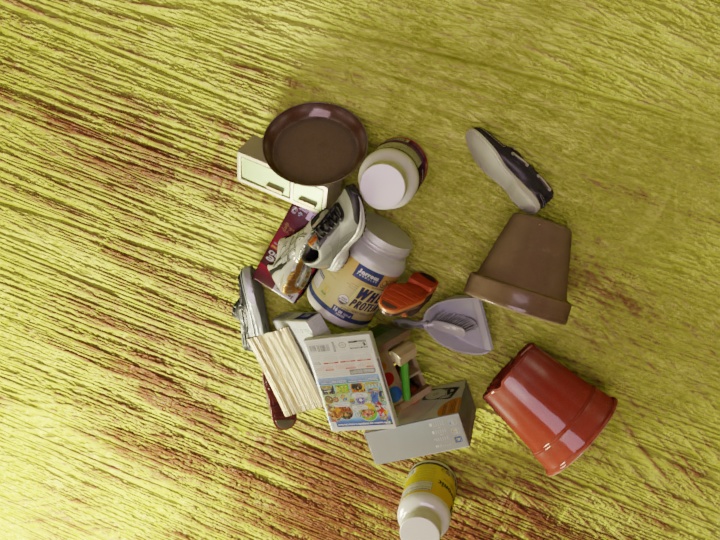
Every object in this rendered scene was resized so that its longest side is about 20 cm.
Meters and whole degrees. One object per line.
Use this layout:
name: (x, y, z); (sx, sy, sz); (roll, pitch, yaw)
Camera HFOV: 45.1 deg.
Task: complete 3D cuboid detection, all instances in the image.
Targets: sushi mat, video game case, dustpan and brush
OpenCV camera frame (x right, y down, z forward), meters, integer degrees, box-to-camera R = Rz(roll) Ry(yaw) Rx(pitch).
sushi mat: (-0.152, 0.211, 1.785); (0.096, 0.012, 0.200); (-19, 109, 13)
video game case: (-0.018, 0.214, 1.653); (0.143, 0.018, 0.200); (-8, 108, 25)
dustpan and brush: (0.156, 0.107, 1.735); (0.200, 0.057, 0.140); (10, 130, 40)

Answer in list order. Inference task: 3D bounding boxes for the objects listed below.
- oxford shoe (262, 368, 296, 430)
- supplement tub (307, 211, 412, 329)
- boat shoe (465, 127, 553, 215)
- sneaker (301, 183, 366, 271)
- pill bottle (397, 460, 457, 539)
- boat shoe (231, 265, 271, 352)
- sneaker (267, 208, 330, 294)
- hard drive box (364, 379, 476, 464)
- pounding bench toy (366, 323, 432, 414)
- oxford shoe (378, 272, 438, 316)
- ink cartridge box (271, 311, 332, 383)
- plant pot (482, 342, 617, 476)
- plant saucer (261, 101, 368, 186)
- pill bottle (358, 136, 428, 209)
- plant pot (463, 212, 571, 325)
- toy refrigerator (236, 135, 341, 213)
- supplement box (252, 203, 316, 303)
oxford shoe: (-0.181, 0.237, 1.850); (0.070, 0.075, 0.200); (-6, 105, -18)
supplement tub: (0.000, 0.000, 1.694); (0.144, 0.144, 0.200); (32, 112, 1)
boat shoe: (0.277, -0.195, 1.611); (0.060, 0.074, 0.200); (-38, 78, -19)
sneaker: (-0.047, -0.072, 1.562); (0.079, 0.074, 0.200); (-1, 137, -29)
pill bottle: (0.137, 0.490, 1.797); (0.111, 0.200, 0.111); (4, 110, 12)
boat shoe: (-0.237, 0.087, 1.815); (0.071, 0.072, 0.200); (-5, 109, 10)
sneaker: (-0.120, -0.050, 1.670); (0.088, 0.076, 0.200); (49, 117, 29)
hard drive box: (0.125, 0.309, 1.764); (0.200, 0.156, 0.077); (-16, 104, 17)
pounding bench toy: (0.063, 0.210, 1.705); (0.124, 0.200, 0.156); (-28, 104, -23)
oxford shoe: (0.089, 0.064, 1.667); (0.071, 0.200, 0.073); (30, 115, 21)
ink cartridge box: (-0.087, 0.177, 1.762); (0.041, 0.200, 0.200); (-32, 102, -23)
plant pot: (0.357, 0.257, 1.685); (0.195, 0.201, 0.201); (42, 112, 6)
plant saucer: (-0.085, -0.233, 1.636); (0.200, 0.200, 0.032); (11, 151, 9)
pill bottle: (0.058, -0.176, 1.591); (0.111, 0.200, 0.112); (4, 109, 12)
plant pot: (0.313, -0.010, 1.615); (0.200, 0.200, 0.175); (18, 92, 7)
toy refrigerator: (-0.140, -0.182, 1.676); (0.200, 0.070, 0.076); (23, 138, 14)
supplement box: (-0.124, -0.045, 1.752); (0.109, 0.061, 0.200); (32, 113, 2)
